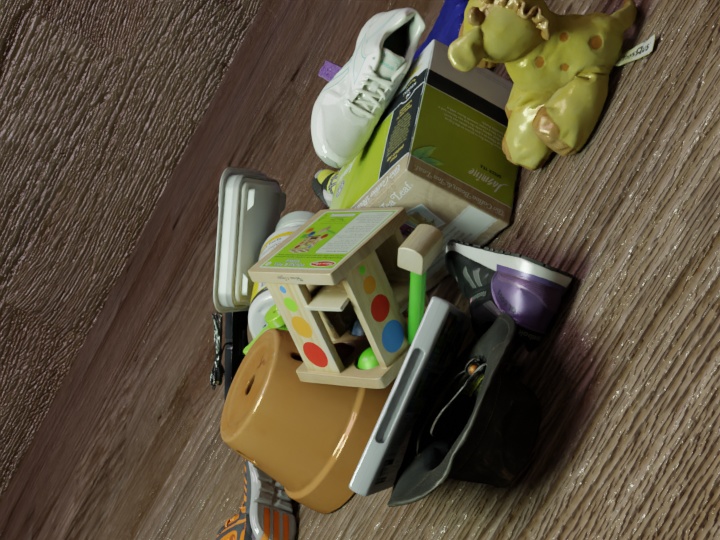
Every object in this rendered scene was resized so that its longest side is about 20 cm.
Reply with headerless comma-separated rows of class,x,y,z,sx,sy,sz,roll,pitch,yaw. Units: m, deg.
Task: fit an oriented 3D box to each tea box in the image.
tea box,0.069,-0.106,1.418,0.200,0.133,0.197,-42,27,50

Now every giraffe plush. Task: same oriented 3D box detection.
giraffe plush,0.163,-0.216,1.253,0.200,0.162,0.173,-42,28,51

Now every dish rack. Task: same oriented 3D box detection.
dish rack,-0.150,-0.041,1.797,0.172,0.043,0.201,-1,-84,-72

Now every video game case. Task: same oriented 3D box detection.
video game case,0.050,0.118,1.191,0.183,0.022,0.200,-66,-12,-2

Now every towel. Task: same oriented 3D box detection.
towel,0.117,-0.269,1.656,0.200,0.049,0.148,-88,23,-51

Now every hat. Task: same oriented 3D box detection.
hat,0.102,0.137,1.084,0.201,0.081,0.201,-55,6,9

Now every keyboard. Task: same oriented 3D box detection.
keyboard,-0.184,0.103,1.813,0.127,0.021,0.201,5,-96,-71

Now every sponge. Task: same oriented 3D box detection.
sponge,0.011,-0.255,1.820,0.030,0.111,0.200,-63,18,8

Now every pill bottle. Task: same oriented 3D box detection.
pill bottle,-0.086,0.010,1.732,0.111,0.111,0.200,-51,20,35

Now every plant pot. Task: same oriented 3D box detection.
plant pot,-0.066,0.155,1.435,0.200,0.140,0.200,-54,20,30

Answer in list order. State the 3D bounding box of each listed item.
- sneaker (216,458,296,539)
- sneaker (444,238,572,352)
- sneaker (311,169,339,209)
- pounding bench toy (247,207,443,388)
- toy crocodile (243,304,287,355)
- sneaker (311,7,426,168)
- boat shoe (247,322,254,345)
sneaker,-0.131,0.278,1.547,0.112,0.077,0.200,-50,22,34
sneaker,0.119,0.025,1.204,0.088,0.076,0.200,-70,18,0
sneaker,-0.006,-0.104,1.747,0.076,0.075,0.200,-54,29,6
pounding bench toy,0.019,0.034,1.296,0.200,0.156,0.124,1,33,45
toy crocodile,-0.063,0.042,1.573,0.200,0.068,0.062,-47,24,-5
sneaker,0.008,-0.206,1.398,0.201,0.070,0.080,-65,20,-13
boat shoe,-0.110,0.102,1.773,0.076,0.072,0.200,-31,26,13
